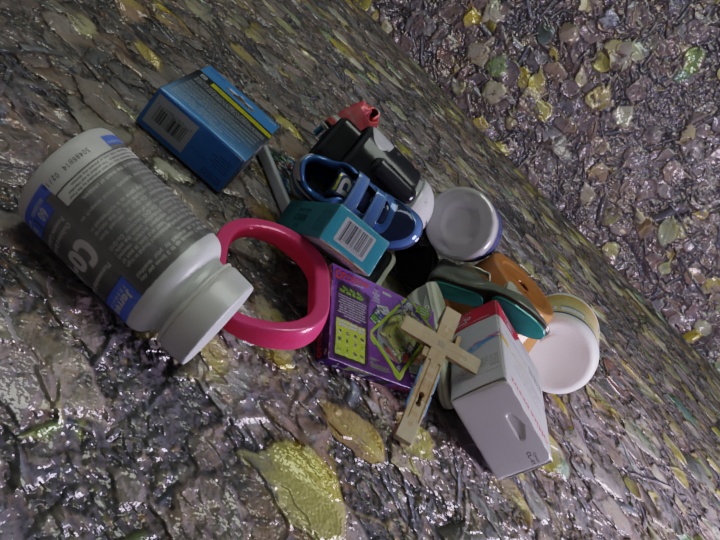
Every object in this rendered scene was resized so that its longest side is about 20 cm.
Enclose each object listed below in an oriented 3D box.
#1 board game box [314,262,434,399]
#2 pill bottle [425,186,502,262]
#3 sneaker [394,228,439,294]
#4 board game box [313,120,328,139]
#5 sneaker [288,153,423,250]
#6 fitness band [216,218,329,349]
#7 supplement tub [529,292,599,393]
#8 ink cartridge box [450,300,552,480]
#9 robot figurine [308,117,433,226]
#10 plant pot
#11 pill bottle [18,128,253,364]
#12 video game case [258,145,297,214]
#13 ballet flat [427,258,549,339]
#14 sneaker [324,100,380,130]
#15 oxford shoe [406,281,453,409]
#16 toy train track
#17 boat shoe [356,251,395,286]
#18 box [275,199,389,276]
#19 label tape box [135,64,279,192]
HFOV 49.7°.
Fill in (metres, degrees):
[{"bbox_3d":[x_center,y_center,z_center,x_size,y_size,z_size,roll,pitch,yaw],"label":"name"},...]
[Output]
[{"bbox_3d":[0.023,0.080,0.976,0.199,0.032,0.122,26,60,-41],"label":"board game box"},{"bbox_3d":[0.172,-0.070,1.252,0.111,0.111,0.200,48,11,10],"label":"pill bottle"},{"bbox_3d":[0.073,-0.060,1.242,0.106,0.074,0.203,45,35,-57],"label":"sneaker"},{"bbox_3d":[0.008,-0.146,1.361,0.201,0.026,0.200,58,9,30],"label":"board game box"},{"bbox_3d":[-0.008,-0.091,1.027,0.197,0.075,0.082,26,-13,2],"label":"sneaker"},{"bbox_3d":[-0.103,0.009,0.870,0.141,0.038,0.201,17,32,-14],"label":"fitness band"},{"bbox_3d":[0.364,0.125,1.422,0.144,0.145,0.200,45,22,3],"label":"supplement tub"},{"bbox_3d":[0.189,0.159,1.067,0.149,0.085,0.201,58,21,-19],"label":"ink cartridge box"},{"bbox_3d":[0.017,-0.125,1.137,0.200,0.125,0.151,43,25,-13],"label":"robot figurine"},{"bbox_3d":[0.219,0.069,1.269,0.199,0.140,0.201,38,22,-18],"label":"plant pot"},{"bbox_3d":[-0.199,-0.019,0.704,0.200,0.114,0.114,44,21,0],"label":"pill bottle"},{"bbox_3d":[-0.065,-0.095,1.208,0.180,0.023,0.202,25,30,-43],"label":"video game case"},{"bbox_3d":[0.197,0.034,1.161,0.197,0.068,0.064,24,56,18],"label":"ballet flat"},{"bbox_3d":[0.005,-0.245,1.364,0.074,0.086,0.200,54,8,7],"label":"sneaker"},{"bbox_3d":[0.102,0.108,1.107,0.075,0.057,0.203,56,21,-51],"label":"oxford shoe"},{"bbox_3d":[0.081,0.131,0.968,0.114,0.033,0.201,31,52,-4],"label":"toy train track"},{"bbox_3d":[0.000,0.000,1.086,0.068,0.072,0.200,46,23,-3],"label":"boat shoe"},{"bbox_3d":[-0.042,-0.045,0.993,0.082,0.050,0.199,37,-8,-22],"label":"box"},{"bbox_3d":[-0.206,-0.204,1.089,0.144,0.063,0.201,41,22,-9],"label":"label tape box"}]
